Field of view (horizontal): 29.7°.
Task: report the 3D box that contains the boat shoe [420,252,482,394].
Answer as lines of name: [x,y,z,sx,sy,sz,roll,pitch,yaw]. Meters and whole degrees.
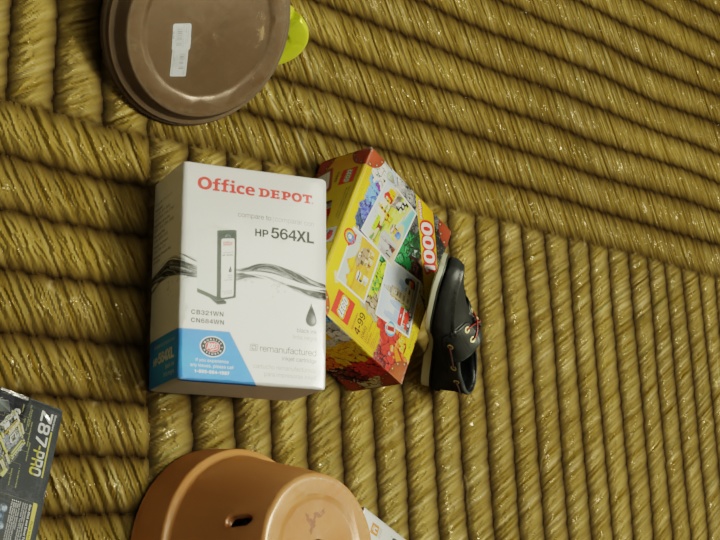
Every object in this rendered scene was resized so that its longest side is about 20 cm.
boat shoe: [0.100,0.057,1.435,0.202,0.063,0.074,88,20,-49]

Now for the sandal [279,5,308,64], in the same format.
sandal: [-0.129,-0.290,1.328,0.200,0.079,0.087,54,7,-42]

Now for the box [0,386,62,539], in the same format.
box: [-0.319,0.178,1.025,0.161,0.049,0.201,26,61,-40]

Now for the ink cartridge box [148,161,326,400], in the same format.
ink cartridge box: [-0.111,0.012,1.243,0.145,0.084,0.201,6,75,-25]

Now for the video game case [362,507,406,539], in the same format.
video game case: [0.021,0.369,1.363,0.181,0.036,0.201,43,51,-31]

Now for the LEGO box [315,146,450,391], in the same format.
LEGO box: [0.000,0.000,1.407,0.149,0.077,0.201,44,51,-33]

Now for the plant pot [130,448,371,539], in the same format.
plant pot: [-0.085,0.254,1.198,0.199,0.140,0.201,14,70,-45]

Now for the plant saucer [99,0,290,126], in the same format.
plant saucer: [-0.146,-0.228,1.263,0.199,0.029,0.201,-17,122,-30]
